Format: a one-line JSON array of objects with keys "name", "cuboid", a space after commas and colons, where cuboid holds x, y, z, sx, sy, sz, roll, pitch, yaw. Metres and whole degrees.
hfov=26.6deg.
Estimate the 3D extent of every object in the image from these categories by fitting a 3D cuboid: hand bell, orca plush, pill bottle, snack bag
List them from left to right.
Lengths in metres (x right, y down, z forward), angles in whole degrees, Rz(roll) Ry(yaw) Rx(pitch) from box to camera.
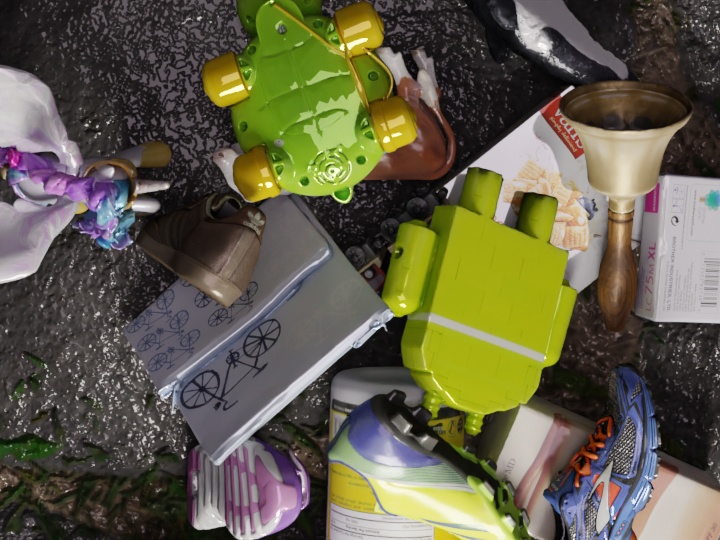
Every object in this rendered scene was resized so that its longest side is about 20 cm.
[{"name": "snack bag", "cuboid": [-0.088, 0.041, 1.204, 0.188, 0.200, 0.021, -40, 132, 1]}, {"name": "pill bottle", "cuboid": [0.028, 0.186, 1.252, 0.111, 0.112, 0.202, 2, 96, -4]}, {"name": "orca plush", "cuboid": [0.141, -0.200, 1.263, 0.199, 0.071, 0.106, 30, 48, -16]}, {"name": "hand bell", "cuboid": [0.208, -0.040, 1.222, 0.103, 0.104, 0.202, -4, 118, -3]}]

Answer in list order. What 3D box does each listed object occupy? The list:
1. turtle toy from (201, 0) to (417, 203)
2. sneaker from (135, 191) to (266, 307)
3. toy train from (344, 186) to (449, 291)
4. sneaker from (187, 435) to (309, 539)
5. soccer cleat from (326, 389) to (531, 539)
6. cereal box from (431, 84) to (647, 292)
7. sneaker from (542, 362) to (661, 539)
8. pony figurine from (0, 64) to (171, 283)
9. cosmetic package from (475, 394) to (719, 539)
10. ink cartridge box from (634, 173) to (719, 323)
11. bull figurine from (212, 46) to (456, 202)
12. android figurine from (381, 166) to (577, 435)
[{"name": "turtle toy", "cuboid": [-0.042, -0.146, 1.164, 0.145, 0.101, 0.202, -19, 85, 5]}, {"name": "sneaker", "cuboid": [-0.117, -0.024, 1.186, 0.070, 0.200, 0.076, 37, 86, -24]}, {"name": "toy train", "cuboid": [0.000, 0.000, 1.244, 0.200, 0.034, 0.046, -38, 100, 21]}, {"name": "sneaker", "cuboid": [-0.076, 0.171, 1.215, 0.088, 0.200, 0.081, 4, 83, -21]}, {"name": "soccer cleat", "cuboid": [0.056, 0.171, 1.179, 0.084, 0.065, 0.200, -39, 116, 18]}, {"name": "cereal box", "cuboid": [0.139, -0.039, 1.274, 0.200, 0.040, 0.144, -39, 97, 1]}, {"name": "sneaker", "cuboid": [0.185, 0.170, 1.194, 0.078, 0.075, 0.202, 12, 93, -2]}, {"name": "pony figurine", "cuboid": [-0.237, -0.073, 1.167, 0.191, 0.200, 0.168, 3, 96, -4]}, {"name": "cosmetic package", "cuboid": [0.196, 0.186, 1.275, 0.198, 0.087, 0.104, 23, 95, -5]}, {"name": "ink cartridge box", "cuboid": [0.328, -0.016, 1.273, 0.198, 0.042, 0.121, 2, 96, -17]}, {"name": "bull figurine", "cuboid": [-0.022, -0.119, 1.244, 0.198, 0.065, 0.123, -2, 94, -3]}, {"name": "android figurine", "cuboid": [0.097, 0.027, 1.201, 0.181, 0.041, 0.202, 18, 82, -33]}]
